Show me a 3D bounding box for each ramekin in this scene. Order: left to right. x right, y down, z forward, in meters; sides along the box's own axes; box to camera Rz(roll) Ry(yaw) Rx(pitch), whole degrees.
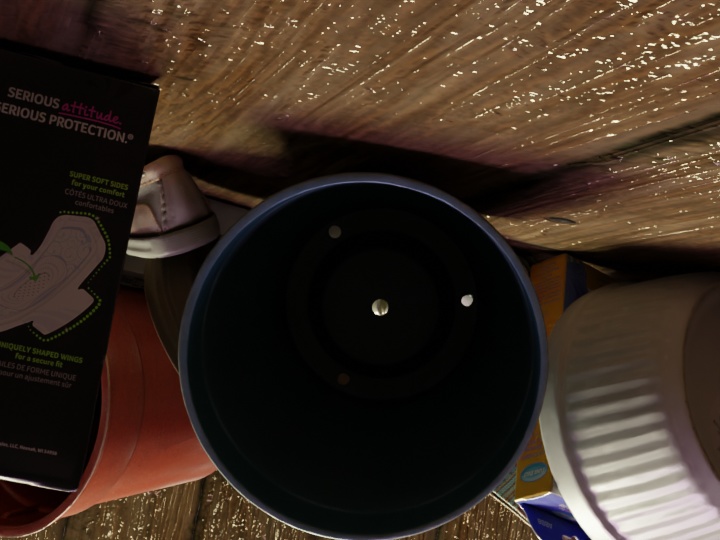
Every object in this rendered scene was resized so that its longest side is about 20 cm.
[{"bbox_3d":[0.223,0.095,1.070,0.199,0.201,0.105,15,155,-38],"label":"ramekin"}]

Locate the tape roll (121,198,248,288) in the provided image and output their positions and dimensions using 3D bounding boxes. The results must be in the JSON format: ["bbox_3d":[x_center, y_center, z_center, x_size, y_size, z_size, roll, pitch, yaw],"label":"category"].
[{"bbox_3d":[-0.164,-0.021,1.251,0.199,0.067,0.200,10,173,1],"label":"tape roll"}]

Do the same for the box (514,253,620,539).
[{"bbox_3d":[0.165,0.101,1.114,0.119,0.201,0.041,25,147,-33],"label":"box"}]

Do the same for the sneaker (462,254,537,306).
[{"bbox_3d":[0.111,0.024,1.182,0.079,0.074,0.200,-29,160,32],"label":"sneaker"}]

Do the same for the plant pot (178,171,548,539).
[{"bbox_3d":[0.007,0.033,0.950,0.199,0.201,0.188,10,-170,2],"label":"plant pot"}]

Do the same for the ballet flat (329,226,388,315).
[{"bbox_3d":[0.000,0.000,1.166,0.069,0.070,0.200,6,173,37],"label":"ballet flat"}]

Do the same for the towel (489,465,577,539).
[{"bbox_3d":[0.185,0.116,1.176,0.146,0.200,0.022,37,154,16],"label":"towel"}]

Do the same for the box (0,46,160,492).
[{"bbox_3d":[-0.192,-0.002,0.814,0.124,0.201,0.148,13,174,-18],"label":"box"}]

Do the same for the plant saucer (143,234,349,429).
[{"bbox_3d":[-0.062,0.052,1.065,0.029,0.201,0.200,-39,151,20],"label":"plant saucer"}]

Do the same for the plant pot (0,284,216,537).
[{"bbox_3d":[-0.197,0.091,1.212,0.200,0.202,0.195,6,-179,34],"label":"plant pot"}]

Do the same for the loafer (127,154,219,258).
[{"bbox_3d":[-0.160,-0.050,1.070,0.072,0.063,0.200,-25,-161,-32],"label":"loafer"}]
